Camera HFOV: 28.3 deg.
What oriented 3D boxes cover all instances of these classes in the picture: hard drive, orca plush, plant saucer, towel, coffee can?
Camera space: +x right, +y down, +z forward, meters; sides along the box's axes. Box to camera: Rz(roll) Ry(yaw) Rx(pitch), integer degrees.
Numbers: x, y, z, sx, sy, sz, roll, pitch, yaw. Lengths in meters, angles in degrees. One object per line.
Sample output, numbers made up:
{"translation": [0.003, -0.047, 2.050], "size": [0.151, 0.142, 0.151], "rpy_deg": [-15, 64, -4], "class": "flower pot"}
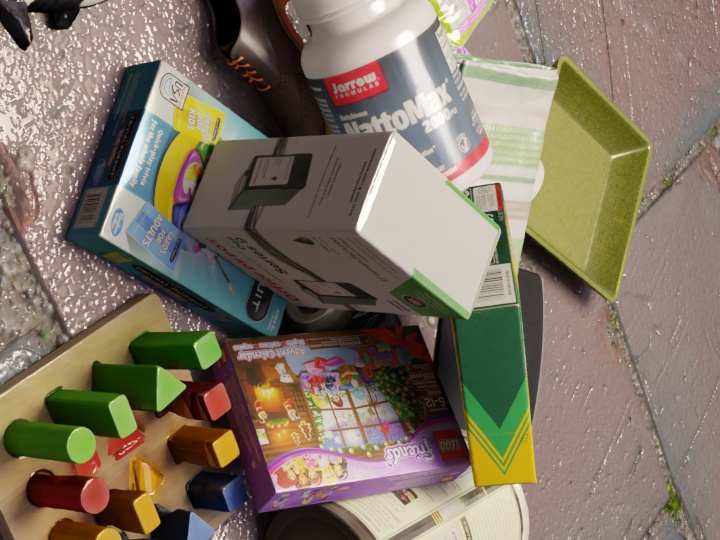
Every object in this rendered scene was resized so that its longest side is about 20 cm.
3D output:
{"translation": [0.133, 0.089, 1.439], "size": [0.134, 0.042, 0.203], "rpy_deg": [16, 77, -46], "class": "hard drive"}
{"translation": [-0.209, -0.201, 1.058], "size": [0.201, 0.104, 0.072], "rpy_deg": [-67, 177, -55], "class": "orca plush"}
{"translation": [0.229, -0.095, 1.544], "size": [0.199, 0.047, 0.202], "rpy_deg": [34, 65, -41], "class": "plant saucer"}
{"translation": [0.115, -0.090, 1.298], "size": [0.148, 0.031, 0.203], "rpy_deg": [0, 104, -41], "class": "towel"}
{"translation": [0.034, 0.239, 1.252], "size": [0.199, 0.145, 0.149], "rpy_deg": [-19, 103, -45], "class": "coffee can"}

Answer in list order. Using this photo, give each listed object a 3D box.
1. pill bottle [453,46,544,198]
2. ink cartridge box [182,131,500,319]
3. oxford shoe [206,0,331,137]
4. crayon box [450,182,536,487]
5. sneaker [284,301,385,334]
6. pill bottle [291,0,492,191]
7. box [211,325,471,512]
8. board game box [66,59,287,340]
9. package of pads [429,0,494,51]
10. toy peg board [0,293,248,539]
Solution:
{"translation": [0.094, -0.138, 1.359], "size": [0.200, 0.103, 0.105], "rpy_deg": [43, 59, -38], "class": "pill bottle"}
{"translation": [-0.016, -0.033, 1.100], "size": [0.146, 0.198, 0.085], "rpy_deg": [36, 67, -40], "class": "ink cartridge box"}
{"translation": [-0.084, -0.175, 1.202], "size": [0.072, 0.071, 0.202], "rpy_deg": [-30, 101, -36], "class": "oxford shoe"}
{"translation": [0.108, 0.051, 1.206], "size": [0.201, 0.057, 0.175], "rpy_deg": [-88, 169, -59], "class": "crayon box"}
{"translation": [0.000, 0.000, 1.292], "size": [0.200, 0.075, 0.080], "rpy_deg": [-51, 139, -30], "class": "sneaker"}
{"translation": [0.019, -0.157, 1.161], "size": [0.120, 0.119, 0.202], "rpy_deg": [-43, 116, -39], "class": "pill bottle"}
{"translation": [-0.014, 0.118, 1.187], "size": [0.198, 0.039, 0.138], "rpy_deg": [-3, 59, -35], "class": "box"}
{"translation": [-0.127, -0.052, 1.160], "size": [0.199, 0.047, 0.153], "rpy_deg": [33, 65, -41], "class": "board game box"}
{"translation": [0.065, -0.274, 1.295], "size": [0.068, 0.153, 0.201], "rpy_deg": [54, 53, -30], "class": "package of pads"}
{"translation": [-0.167, 0.150, 1.074], "size": [0.199, 0.097, 0.201], "rpy_deg": [-36, 114, -41], "class": "toy peg board"}
